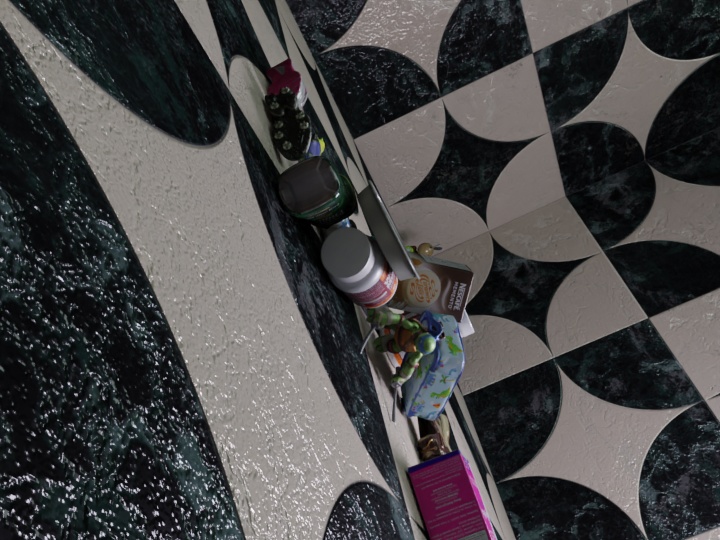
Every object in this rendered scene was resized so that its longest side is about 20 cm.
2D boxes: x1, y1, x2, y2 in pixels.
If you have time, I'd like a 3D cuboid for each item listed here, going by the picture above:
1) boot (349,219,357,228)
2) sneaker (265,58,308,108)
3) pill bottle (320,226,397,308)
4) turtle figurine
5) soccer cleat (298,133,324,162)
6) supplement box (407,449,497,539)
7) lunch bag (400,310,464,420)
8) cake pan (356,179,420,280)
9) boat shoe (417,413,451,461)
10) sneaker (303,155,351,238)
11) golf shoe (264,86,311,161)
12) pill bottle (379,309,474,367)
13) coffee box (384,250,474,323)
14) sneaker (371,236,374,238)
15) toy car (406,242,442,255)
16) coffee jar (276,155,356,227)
[{"bbox_3d":[0.000,0.000,1.453,0.132,0.069,0.202,71,7,-61],"label":"boot"},{"bbox_3d":[-0.148,-0.383,1.490,0.089,0.081,0.201,59,11,-36],"label":"sneaker"},{"bbox_3d":[-0.001,-0.004,1.261,0.200,0.109,0.111,49,19,-69],"label":"pill bottle"},{"bbox_3d":[0.048,0.143,1.313,0.144,0.201,0.194,40,-5,-18],"label":"turtle figurine"},{"bbox_3d":[-0.114,-0.252,1.489,0.200,0.064,0.085,-93,-172,-81],"label":"soccer cleat"},{"bbox_3d":[0.164,0.424,1.166,0.101,0.102,0.202,55,15,-60],"label":"supplement box"},{"bbox_3d":[0.141,0.194,1.414,0.162,0.081,0.201,-94,-162,-50],"label":"lunch bag"},{"bbox_3d":[0.048,-0.067,1.246,0.202,0.036,0.200,62,6,-11],"label":"cake pan"},{"bbox_3d":[0.144,0.364,1.402,0.072,0.072,0.201,30,34,-20],"label":"boat shoe"},{"bbox_3d":[-0.073,-0.128,1.354,0.072,0.071,0.202,-11,83,-47],"label":"sneaker"},{"bbox_3d":[-0.127,-0.266,1.315,0.089,0.076,0.201,69,4,-48],"label":"golf shoe"},{"bbox_3d":[0.151,0.136,1.573,0.114,0.198,0.115,-24,90,-82],"label":"pill bottle"},{"bbox_3d":[0.126,0.028,1.455,0.080,0.197,0.116,-111,-146,-76],"label":"coffee box"},{"bbox_3d":[0.028,-0.022,1.669,0.200,0.083,0.122,-16,92,-82],"label":"sneaker"},{"bbox_3d":[0.349,-0.084,3.719,0.164,0.198,0.159,39,27,-74],"label":"toy car"},{"bbox_3d":[-0.068,-0.129,1.185,0.200,0.103,0.086,13,52,-80],"label":"coffee jar"}]
